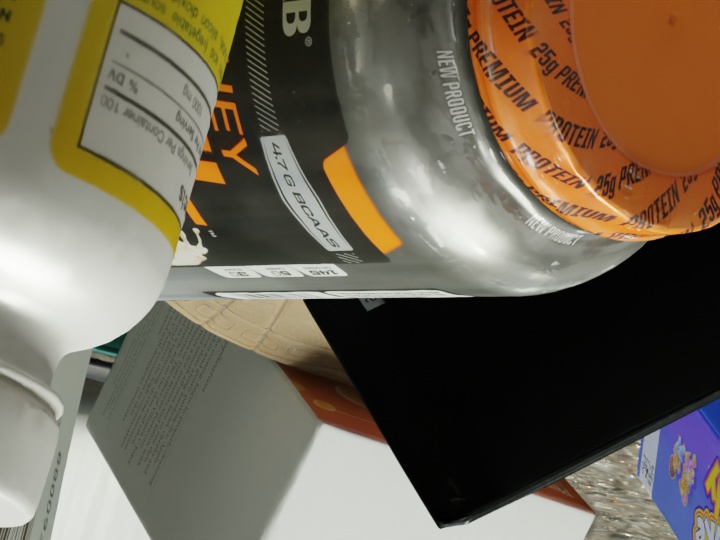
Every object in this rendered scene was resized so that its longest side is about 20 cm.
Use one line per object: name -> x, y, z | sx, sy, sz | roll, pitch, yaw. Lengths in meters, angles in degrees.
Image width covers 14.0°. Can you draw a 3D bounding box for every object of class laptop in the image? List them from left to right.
laptop -> 0.109, 0.037, 0.878 | 0.200, 0.104, 0.177 | 26, -167, -22

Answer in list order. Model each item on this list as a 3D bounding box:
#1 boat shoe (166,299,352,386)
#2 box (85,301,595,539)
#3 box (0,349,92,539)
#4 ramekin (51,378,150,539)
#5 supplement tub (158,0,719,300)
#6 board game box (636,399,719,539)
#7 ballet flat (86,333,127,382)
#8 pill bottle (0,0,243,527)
boat shoe -> 0.000, 0.000, 1.060 | 0.199, 0.065, 0.072 | 25, 146, -16
box -> -0.014, 0.077, 1.150 | 0.124, 0.098, 0.200 | 20, -166, -26
box -> -0.190, 0.007, 0.982 | 0.171, 0.201, 0.199 | 9, 167, 8
ramekin -> -0.157, 0.079, 1.332 | 0.200, 0.098, 0.201 | 18, -167, -4
supplement tub -> 0.001, -0.054, 0.716 | 0.122, 0.123, 0.200 | 24, 162, -40
board game box -> 0.174, 0.083, 0.854 | 0.134, 0.045, 0.200 | 1, -159, -12
ballet flat -> -0.152, 0.010, 1.245 | 0.199, 0.073, 0.073 | 18, 166, -29
pill bottle -> -0.084, -0.053, 0.624 | 0.112, 0.201, 0.112 | 14, 165, 4
